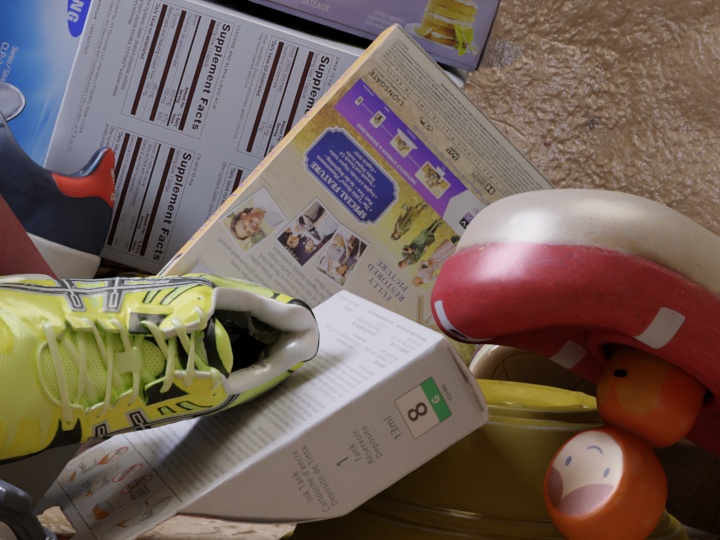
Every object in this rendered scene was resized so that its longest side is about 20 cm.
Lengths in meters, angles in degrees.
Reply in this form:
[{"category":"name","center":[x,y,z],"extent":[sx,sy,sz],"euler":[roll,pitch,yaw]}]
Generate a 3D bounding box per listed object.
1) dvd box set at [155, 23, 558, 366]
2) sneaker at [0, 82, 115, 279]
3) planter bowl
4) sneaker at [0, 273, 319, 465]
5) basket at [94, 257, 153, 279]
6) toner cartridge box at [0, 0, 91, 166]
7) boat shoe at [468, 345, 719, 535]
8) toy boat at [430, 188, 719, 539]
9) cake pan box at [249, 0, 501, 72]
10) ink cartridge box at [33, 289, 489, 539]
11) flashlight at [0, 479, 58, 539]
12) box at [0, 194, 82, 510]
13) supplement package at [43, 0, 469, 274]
[{"category":"dvd box set","center":[0.000,0.000,1.144],"extent":[0.146,0.200,0.029],"euler":[44,-12,-10]},{"category":"sneaker","center":[-0.214,-0.062,1.144],"extent":[0.199,0.085,0.075],"euler":[20,-2,-20]},{"category":"planter bowl","center":[0.064,0.096,1.052],"extent":[0.199,0.084,0.200],"euler":[6,6,-1]},{"category":"sneaker","center":[-0.098,0.030,0.930],"extent":[0.076,0.076,0.199],"euler":[-11,3,40]},{"category":"basket","center":[-0.160,0.052,1.426],"extent":[0.142,0.150,0.200],"euler":[-30,-16,32]},{"category":"toner cartridge box","center":[-0.202,-0.112,1.255],"extent":[0.095,0.201,0.043],"euler":[21,-2,-29]},{"category":"boat shoe","center":[0.129,0.071,1.176],"extent":[0.199,0.072,0.072],"euler":[22,23,-29]},{"category":"toy boat","center":[0.117,0.055,0.964],"extent":[0.199,0.131,0.130],"euler":[30,-15,-10]},{"category":"cake pan box","center":[-0.028,-0.167,1.290],"extent":[0.183,0.053,0.200],"euler":[19,8,-10]},{"category":"ink cartridge box","center":[-0.057,0.086,0.994],"extent":[0.199,0.050,0.161],"euler":[-34,14,-9]},{"category":"flashlight","center":[-0.195,0.089,0.881],"extent":[0.199,0.068,0.068],"euler":[18,57,47]},{"category":"box","center":[-0.211,0.010,0.967],"extent":[0.127,0.109,0.200],"euler":[12,-36,40]},{"category":"supplement package","center":[-0.055,-0.069,1.278],"extent":[0.199,0.148,0.191],"euler":[18,9,0]}]
